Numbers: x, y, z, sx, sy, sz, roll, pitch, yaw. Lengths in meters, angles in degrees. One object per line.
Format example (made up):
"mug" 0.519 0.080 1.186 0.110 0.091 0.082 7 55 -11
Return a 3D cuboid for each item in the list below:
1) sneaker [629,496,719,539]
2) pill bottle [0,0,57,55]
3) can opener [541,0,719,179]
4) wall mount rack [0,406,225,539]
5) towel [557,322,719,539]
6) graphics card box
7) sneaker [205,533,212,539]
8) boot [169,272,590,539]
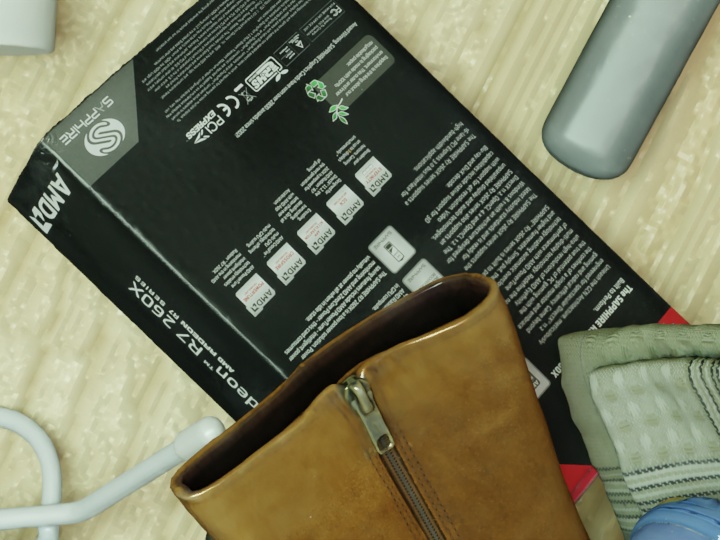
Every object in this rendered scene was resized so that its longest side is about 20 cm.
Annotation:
"sneaker" 0.115 0.164 0.677 0.088 0.075 0.200 -28 96 -31
"pill bottle" -0.131 -0.172 0.780 0.110 0.111 0.201 1 91 2
"can opener" 0.133 -0.114 0.801 0.067 0.053 0.200 28 93 2
"wall mount rack" -0.114 0.124 0.763 0.173 0.075 0.201 -8 65 16
"towel" 0.146 0.104 0.690 0.034 0.200 0.193 -32 105 -29
"graphics card box" 0.000 0.000 0.782 0.200 0.051 0.125 44 59 -1
"sneaker" 0.038 0.129 0.807 0.200 0.078 0.085 29 85 -8
"boot" 0.003 0.127 0.679 0.188 0.068 0.200 -36 127 -9
